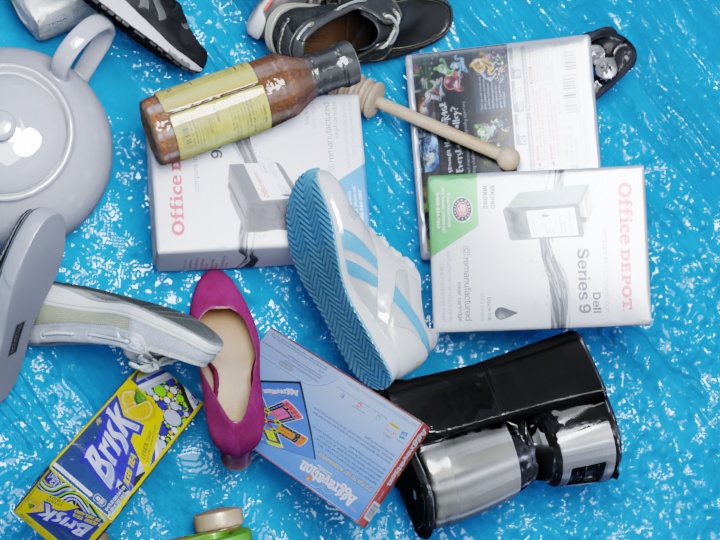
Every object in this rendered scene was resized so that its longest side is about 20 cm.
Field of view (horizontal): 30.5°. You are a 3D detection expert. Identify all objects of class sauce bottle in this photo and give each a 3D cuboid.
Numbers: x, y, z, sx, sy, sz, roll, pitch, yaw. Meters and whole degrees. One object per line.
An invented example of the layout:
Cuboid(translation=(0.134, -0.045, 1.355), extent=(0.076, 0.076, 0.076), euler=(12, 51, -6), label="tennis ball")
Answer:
Cuboid(translation=(-0.095, -0.153, 1.174), extent=(0.198, 0.066, 0.067), euler=(-19, 86, -14), label="sauce bottle")

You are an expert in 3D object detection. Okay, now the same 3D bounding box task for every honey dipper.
Cuboid(translation=(0.061, -0.140, 1.262), extent=(0.199, 0.038, 0.038), euler=(27, 78, 16), label="honey dipper")

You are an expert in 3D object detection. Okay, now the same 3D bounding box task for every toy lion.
Cuboid(translation=(-0.185, 0.252, 1.121), extent=(0.198, 0.192, 0.069), euler=(-9, 84, -12), label="toy lion")

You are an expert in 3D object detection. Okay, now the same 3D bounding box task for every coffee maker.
Cuboid(translation=(0.120, 0.127, 1.224), extent=(0.198, 0.135, 0.194), euler=(-15, 85, -12), label="coffee maker")

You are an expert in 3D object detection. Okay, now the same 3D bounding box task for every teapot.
Cuboid(translation=(-0.309, -0.117, 1.173), extent=(0.195, 0.146, 0.202), euler=(-5, 82, -11), label="teapot")

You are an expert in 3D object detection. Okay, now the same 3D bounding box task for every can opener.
Cuboid(translation=(0.191, -0.165, 1.311), extent=(0.200, 0.079, 0.063), euler=(-43, 91, -3), label="can opener")

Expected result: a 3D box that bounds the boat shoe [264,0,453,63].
Cuboid(translation=(0.010, -0.227, 1.266), extent=(0.198, 0.067, 0.073), euler=(-13, 115, -29), label="boat shoe")

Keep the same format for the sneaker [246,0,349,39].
Cuboid(translation=(-0.025, -0.284, 1.285), extent=(0.200, 0.077, 0.082), euler=(-46, 101, -10), label="sneaker")

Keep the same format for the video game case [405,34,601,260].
Cuboid(translation=(0.140, -0.118, 1.279), extent=(0.180, 0.023, 0.202), euler=(-5, 89, 10), label="video game case")

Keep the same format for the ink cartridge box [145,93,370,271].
Cuboid(translation=(-0.098, -0.082, 1.235), extent=(0.198, 0.084, 0.147), euler=(-3, 80, -10), label="ink cartridge box")

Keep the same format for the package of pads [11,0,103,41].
Cuboid(translation=(-0.284, -0.334, 1.246), extent=(0.153, 0.068, 0.201), euler=(-27, 87, -13), label="package of pads")

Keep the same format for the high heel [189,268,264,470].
Cuboid(translation=(-0.117, 0.072, 1.184), extent=(0.067, 0.096, 0.202), euler=(-9, 62, -12), label="high heel")

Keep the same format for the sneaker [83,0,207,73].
Cuboid(translation=(-0.191, -0.255, 1.197), extent=(0.075, 0.200, 0.088), euler=(32, 87, 39), label="sneaker")

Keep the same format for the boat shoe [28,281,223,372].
Cuboid(translation=(-0.214, 0.057, 1.179), extent=(0.200, 0.074, 0.065), euler=(13, 91, 21), label="boat shoe")

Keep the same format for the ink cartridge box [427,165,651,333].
Cuboid(translation=(0.166, -0.019, 1.218), extent=(0.198, 0.084, 0.148), euler=(-3, 88, 10), label="ink cartridge box")

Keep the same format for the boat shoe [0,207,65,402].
Cuboid(translation=(-0.316, 0.029, 1.156), extent=(0.056, 0.069, 0.201), euler=(29, 111, 13), label="boat shoe")

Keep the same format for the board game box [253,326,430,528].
Cuboid(translation=(-0.040, 0.136, 1.185), extent=(0.199, 0.019, 0.103), euler=(29, 79, 37), label="board game box")

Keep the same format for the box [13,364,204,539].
Cuboid(translation=(-0.210, 0.156, 1.130), extent=(0.070, 0.200, 0.064), euler=(40, 117, -3), label="box")

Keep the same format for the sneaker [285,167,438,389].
Cuboid(translation=(0.000, 0.000, 1.173), extent=(0.080, 0.076, 0.202), euler=(-29, 99, -34), label="sneaker")
